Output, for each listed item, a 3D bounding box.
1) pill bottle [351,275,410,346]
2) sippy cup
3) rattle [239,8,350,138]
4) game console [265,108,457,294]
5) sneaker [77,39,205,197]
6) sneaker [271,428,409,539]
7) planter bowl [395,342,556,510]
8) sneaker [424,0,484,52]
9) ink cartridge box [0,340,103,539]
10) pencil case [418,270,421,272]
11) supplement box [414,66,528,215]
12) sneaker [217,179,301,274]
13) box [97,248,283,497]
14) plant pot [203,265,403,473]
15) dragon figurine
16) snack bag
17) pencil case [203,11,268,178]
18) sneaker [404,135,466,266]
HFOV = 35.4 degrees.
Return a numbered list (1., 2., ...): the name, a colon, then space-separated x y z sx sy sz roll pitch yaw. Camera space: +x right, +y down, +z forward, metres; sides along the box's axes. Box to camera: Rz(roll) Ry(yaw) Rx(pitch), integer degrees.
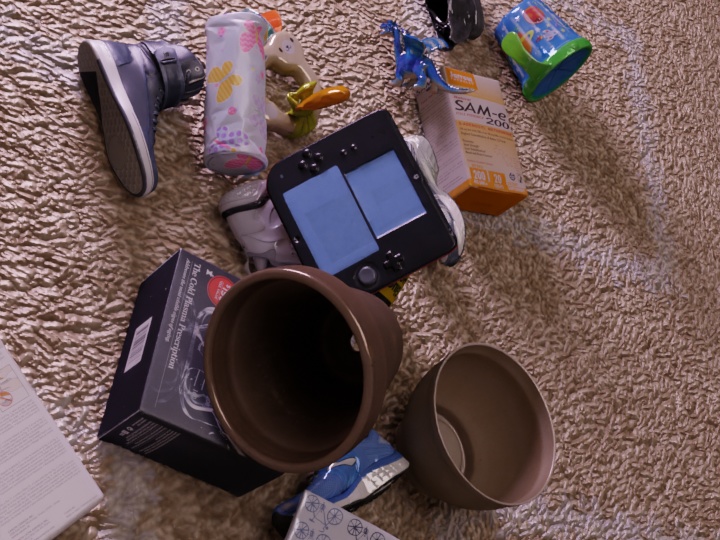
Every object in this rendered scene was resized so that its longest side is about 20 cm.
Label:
1. pill bottle: 0.000 0.000 1.380 0.112 0.112 0.202 35 84 -20
2. sippy cup: 0.295 -0.376 1.878 0.139 0.178 0.131 -35 77 -2
3. rattle: -0.092 -0.291 1.498 0.128 0.143 0.204 3 70 -18
4. game console: -0.003 -0.071 1.324 0.202 0.175 0.031 63 3 17
5. sneaker: -0.241 -0.189 1.354 0.144 0.077 0.205 -9 72 -39
6. sneaker: -0.035 0.243 1.307 0.199 0.079 0.089 -23 67 -46
7. planter bowl: 0.127 0.208 1.406 0.198 0.134 0.203 20 56 -32
8. sneaker: 0.145 -0.446 1.829 0.103 0.060 0.203 3 69 -44
9. ink cartridge box: -0.363 0.183 1.076 0.160 0.050 0.201 -33 86 -45
10. pencil case: 0.002 -0.068 1.483 0.202 0.089 0.078 61 15 5
11. supplement box: 0.167 -0.194 1.700 0.124 0.073 0.203 5 64 -38
12. sneaker: -0.070 -0.066 1.402 0.197 0.075 0.117 -18 85 -12
13. box: -0.164 0.113 1.236 0.180 0.104 0.203 28 52 -27
14. plant pot: -0.037 0.090 1.172 0.174 0.199 0.203 -12 74 -62
15. dragon figurine: 0.090 -0.315 1.658 0.058 0.199 0.101 1 105 -36
16. snack bag: -0.029 0.366 1.216 0.187 0.021 0.202 33 71 -24
17. pencil case: -0.156 -0.221 1.419 0.091 0.082 0.204 43 45 -68
18. sneaker: 0.077 -0.091 1.584 0.085 0.078 0.202 -12 68 -30
